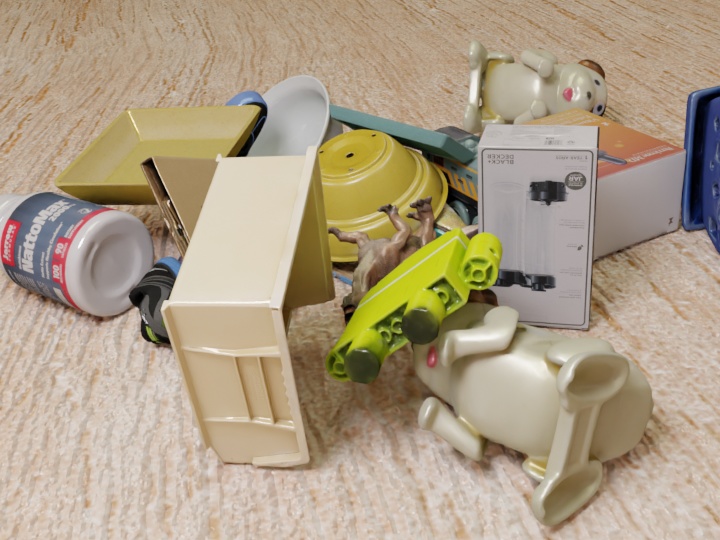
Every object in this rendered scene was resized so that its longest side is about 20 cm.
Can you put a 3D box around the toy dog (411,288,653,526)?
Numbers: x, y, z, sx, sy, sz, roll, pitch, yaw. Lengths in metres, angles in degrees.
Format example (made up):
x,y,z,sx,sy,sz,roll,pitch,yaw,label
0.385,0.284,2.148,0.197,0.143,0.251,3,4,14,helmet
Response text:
x,y,z,sx,sy,sz,roll,pitch,yaw,label
0.132,0.083,0.755,0.193,0.141,0.199,-18,30,-38,toy dog

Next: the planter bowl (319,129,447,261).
x,y,z,sx,sy,sz,roll,pitch,yaw,label
-0.002,-0.108,1.061,0.199,0.084,0.201,-13,40,11,planter bowl

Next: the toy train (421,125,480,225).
x,y,z,sx,sy,sz,roll,pitch,yaw,label
0.144,-0.103,1.107,0.085,0.115,0.200,-19,32,-23,toy train

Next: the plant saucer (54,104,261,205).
x,y,z,sx,sy,sz,roll,pitch,yaw,label
-0.238,-0.136,1.094,0.198,0.049,0.200,2,36,15,plant saucer

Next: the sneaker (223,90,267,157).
x,y,z,sx,sy,sz,roll,pitch,yaw,label
-0.180,-0.141,1.190,0.070,0.200,0.078,26,14,-47,sneaker

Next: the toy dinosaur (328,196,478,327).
x,y,z,sx,sy,sz,roll,pitch,yaw,label
0.046,0.004,0.930,0.199,0.137,0.086,-12,-8,-27,toy dinosaur

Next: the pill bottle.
x,y,z,sx,sy,sz,roll,pitch,yaw,label
-0.349,-0.027,1.039,0.199,0.120,0.119,15,34,32,pill bottle

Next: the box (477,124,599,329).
x,y,z,sx,sy,sz,roll,pitch,yaw,label
0.178,-0.042,0.905,0.116,0.201,0.060,2,29,15,box

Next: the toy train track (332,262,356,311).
x,y,z,sx,sy,sz,roll,pitch,yaw,label
0.000,0.000,1.028,0.114,0.033,0.199,-27,35,-34,toy train track

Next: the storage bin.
x,y,z,sx,sy,sz,roll,pitch,yaw,label
-0.083,0.033,0.774,0.093,0.200,0.201,0,42,7,storage bin

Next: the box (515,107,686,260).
x,y,z,sx,sy,sz,roll,pitch,yaw,label
0.274,-0.113,1.113,0.151,0.107,0.200,-18,31,-23,box

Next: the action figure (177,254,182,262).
x,y,z,sx,sy,sz,roll,pitch,yaw,label
-0.162,-0.041,1.076,0.129,0.070,0.201,-9,45,-6,action figure

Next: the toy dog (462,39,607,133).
x,y,z,sx,sy,sz,roll,pitch,yaw,label
0.273,-0.259,1.361,0.199,0.141,0.194,6,-6,22,toy dog

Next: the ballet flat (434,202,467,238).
x,y,z,sx,sy,sz,roll,pitch,yaw,label
0.066,-0.067,1.094,0.199,0.071,0.071,14,34,35,ballet flat

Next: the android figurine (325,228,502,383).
x,y,z,sx,sy,sz,roll,pitch,yaw,label
0.045,0.027,0.783,0.182,0.041,0.200,-37,7,21,android figurine

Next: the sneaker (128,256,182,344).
x,y,z,sx,sy,sz,roll,pitch,yaw,label
-0.183,0.057,0.934,0.083,0.071,0.199,-40,42,-13,sneaker

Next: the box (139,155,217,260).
x,y,z,sx,sy,sz,roll,pitch,yaw,label
-0.133,-0.048,0.959,0.021,0.164,0.200,-31,-10,27,box

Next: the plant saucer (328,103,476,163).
x,y,z,sx,sy,sz,roll,pitch,yaw,label
0.046,-0.168,1.097,0.199,0.019,0.070,25,2,41,plant saucer

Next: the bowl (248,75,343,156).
x,y,z,sx,sy,sz,roll,pitch,yaw,label
-0.090,-0.158,1.225,0.200,0.090,0.202,-24,52,33,bowl

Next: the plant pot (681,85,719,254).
x,y,z,sx,sy,sz,roll,pitch,yaw,label
0.480,-0.121,1.014,0.198,0.201,0.180,-12,23,-11,plant pot
